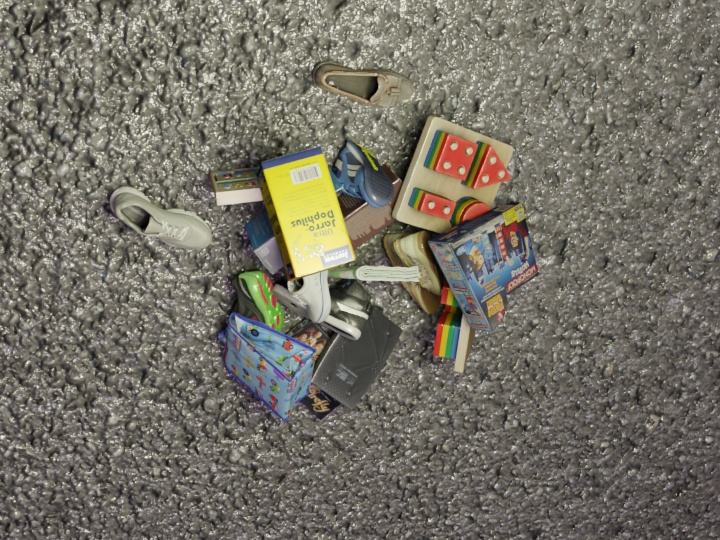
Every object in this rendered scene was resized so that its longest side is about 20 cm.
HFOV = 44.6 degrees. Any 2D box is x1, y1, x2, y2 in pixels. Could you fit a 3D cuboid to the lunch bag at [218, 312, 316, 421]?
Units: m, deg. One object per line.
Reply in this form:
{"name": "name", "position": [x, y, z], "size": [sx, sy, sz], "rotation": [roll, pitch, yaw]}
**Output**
{"name": "lunch bag", "position": [-0.197, 0.178, 1.721], "size": [0.200, 0.094, 0.151], "rotation": [29, 141, 15]}

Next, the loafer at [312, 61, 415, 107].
{"name": "loafer", "position": [0.011, -0.337, 1.621], "size": [0.199, 0.063, 0.072], "rotation": [7, 111, -18]}

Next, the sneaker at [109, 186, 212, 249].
{"name": "sneaker", "position": [-0.366, -0.080, 1.614], "size": [0.199, 0.092, 0.076], "rotation": [22, 106, -23]}

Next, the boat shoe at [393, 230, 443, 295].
{"name": "boat shoe", "position": [0.119, -0.013, 1.711], "size": [0.062, 0.074, 0.200], "rotation": [-6, 147, 17]}

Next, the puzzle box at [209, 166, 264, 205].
{"name": "puzzle box", "position": [-0.172, -0.162, 1.609], "size": [0.199, 0.133, 0.026], "rotation": [-8, 115, -12]}

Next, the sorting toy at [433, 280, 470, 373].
{"name": "sorting toy", "position": [0.202, 0.074, 1.789], "size": [0.069, 0.199, 0.201], "rotation": [10, 110, 11]}

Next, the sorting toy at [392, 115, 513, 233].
{"name": "sorting toy", "position": [0.188, -0.160, 1.644], "size": [0.198, 0.070, 0.201], "rotation": [14, 101, -31]}

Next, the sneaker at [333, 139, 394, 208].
{"name": "sneaker", "position": [0.002, -0.163, 1.624], "size": [0.074, 0.200, 0.082], "rotation": [29, 111, -32]}

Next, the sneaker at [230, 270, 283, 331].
{"name": "sneaker", "position": [-0.207, 0.080, 1.748], "size": [0.083, 0.077, 0.201], "rotation": [8, 127, 23]}

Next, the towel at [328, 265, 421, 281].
{"name": "towel", "position": [0.000, 0.000, 1.677], "size": [0.149, 0.200, 0.031], "rotation": [3, 91, -35]}

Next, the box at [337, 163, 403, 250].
{"name": "box", "position": [-0.001, -0.110, 1.696], "size": [0.200, 0.100, 0.075], "rotation": [-37, 118, 4]}

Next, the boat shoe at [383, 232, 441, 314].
{"name": "boat shoe", "position": [0.108, 0.003, 1.796], "size": [0.071, 0.064, 0.200], "rotation": [-47, 126, -32]}

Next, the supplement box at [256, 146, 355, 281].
{"name": "supplement box", "position": [-0.096, -0.094, 1.499], "size": [0.109, 0.109, 0.201], "rotation": [-17, 89, -12]}

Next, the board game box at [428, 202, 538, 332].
{"name": "board game box", "position": [0.237, 0.001, 1.631], "size": [0.200, 0.062, 0.201], "rotation": [-28, 112, -32]}

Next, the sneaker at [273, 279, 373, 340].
{"name": "sneaker", "position": [-0.069, 0.048, 1.763], "size": [0.200, 0.073, 0.112], "rotation": [28, 71, 3]}

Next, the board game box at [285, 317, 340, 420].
{"name": "board game box", "position": [-0.095, 0.204, 1.841], "size": [0.135, 0.035, 0.200], "rotation": [-40, 117, 3]}

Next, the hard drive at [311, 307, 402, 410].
{"name": "hard drive", "position": [-0.013, 0.172, 1.814], "size": [0.135, 0.042, 0.200], "rotation": [39, 79, -29]}

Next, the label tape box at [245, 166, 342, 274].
{"name": "label tape box", "position": [-0.113, -0.098, 1.645], "size": [0.200, 0.143, 0.066], "rotation": [-35, 117, 2]}

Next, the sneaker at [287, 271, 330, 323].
{"name": "sneaker", "position": [-0.101, 0.028, 1.630], "size": [0.071, 0.073, 0.200], "rotation": [-22, 139, -19]}
